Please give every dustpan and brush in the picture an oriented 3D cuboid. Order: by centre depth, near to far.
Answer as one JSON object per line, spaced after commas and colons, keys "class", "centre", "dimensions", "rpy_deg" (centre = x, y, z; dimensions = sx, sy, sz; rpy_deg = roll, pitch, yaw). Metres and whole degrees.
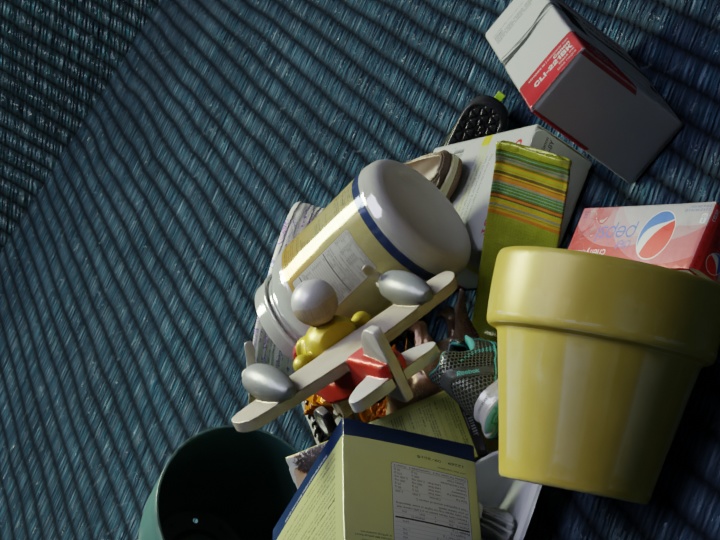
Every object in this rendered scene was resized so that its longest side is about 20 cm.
{"class": "dustpan and brush", "centre": [0.099, 0.227, 1.633], "dimensions": [0.200, 0.057, 0.141], "rpy_deg": [165, 127, -78]}

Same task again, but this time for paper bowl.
{"class": "paper bowl", "centre": [-0.053, 0.028, 2.048], "dimensions": [0.201, 0.104, 0.202], "rpy_deg": [15, -90, -88]}

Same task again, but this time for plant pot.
{"class": "plant pot", "centre": [0.197, 0.092, 1.472], "dimensions": [0.200, 0.199, 0.191], "rpy_deg": [-1, 78, 62]}
{"class": "plant pot", "centre": [-0.151, 0.292, 1.900], "dimensions": [0.161, 0.199, 0.202], "rpy_deg": [-49, 22, 53]}

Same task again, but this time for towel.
{"class": "towel", "centre": [0.155, -0.021, 1.716], "dimensions": [0.086, 0.018, 0.202], "rpy_deg": [19, 109, 36]}

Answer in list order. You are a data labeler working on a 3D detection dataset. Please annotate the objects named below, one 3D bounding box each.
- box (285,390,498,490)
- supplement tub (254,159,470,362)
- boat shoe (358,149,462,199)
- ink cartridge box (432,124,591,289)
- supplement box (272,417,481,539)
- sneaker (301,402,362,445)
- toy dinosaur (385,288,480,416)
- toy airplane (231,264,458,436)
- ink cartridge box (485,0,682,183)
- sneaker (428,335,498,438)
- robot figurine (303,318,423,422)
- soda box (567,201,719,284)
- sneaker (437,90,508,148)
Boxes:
{"class": "box", "centre": [0.031, 0.177, 1.686], "dimensions": [0.199, 0.050, 0.076], "rpy_deg": [-26, 78, 18]}
{"class": "supplement tub", "centre": [0.000, 0.000, 1.783], "dimensions": [0.200, 0.144, 0.145], "rpy_deg": [-44, 28, 26]}
{"class": "boat shoe", "centre": [0.027, -0.078, 1.904], "dimensions": [0.202, 0.075, 0.075], "rpy_deg": [-36, 34, 46]}
{"class": "ink cartridge box", "centre": [0.138, -0.062, 1.863], "dimensions": [0.200, 0.083, 0.146], "rpy_deg": [-7, 57, 61]}
{"class": "supplement box", "centre": [0.012, 0.280, 1.577], "dimensions": [0.201, 0.133, 0.201], "rpy_deg": [119, 157, -44]}
{"class": "sneaker", "centre": [-0.033, 0.172, 1.935], "dimensions": [0.074, 0.080, 0.201], "rpy_deg": [-44, 30, 26]}
{"class": "toy dinosaur", "centre": [0.077, 0.117, 1.738], "dimensions": [0.200, 0.086, 0.136], "rpy_deg": [-52, 55, 21]}
{"class": "toy airplane", "centre": [-0.016, 0.070, 1.631], "dimensions": [0.198, 0.142, 0.200], "rpy_deg": [-32, 1, 25]}
{"class": "ink cartridge box", "centre": [0.223, -0.195, 1.777], "dimensions": [0.084, 0.144, 0.200], "rpy_deg": [-50, 26, 16]}
{"class": "sneaker", "centre": [0.124, 0.088, 1.629], "dimensions": [0.078, 0.091, 0.200], "rpy_deg": [-61, -14, 15]}
{"class": "robot figurine", "centre": [0.003, 0.070, 1.914], "dimensions": [0.058, 0.144, 0.202], "rpy_deg": [140, 142, -62]}
{"class": "soda box", "centre": [0.269, -0.017, 1.587], "dimensions": [0.200, 0.063, 0.070], "rpy_deg": [0, 62, 62]}
{"class": "sneaker", "centre": [0.113, -0.116, 2.022], "dimensions": [0.201, 0.072, 0.083], "rpy_deg": [-54, -1, 11]}
